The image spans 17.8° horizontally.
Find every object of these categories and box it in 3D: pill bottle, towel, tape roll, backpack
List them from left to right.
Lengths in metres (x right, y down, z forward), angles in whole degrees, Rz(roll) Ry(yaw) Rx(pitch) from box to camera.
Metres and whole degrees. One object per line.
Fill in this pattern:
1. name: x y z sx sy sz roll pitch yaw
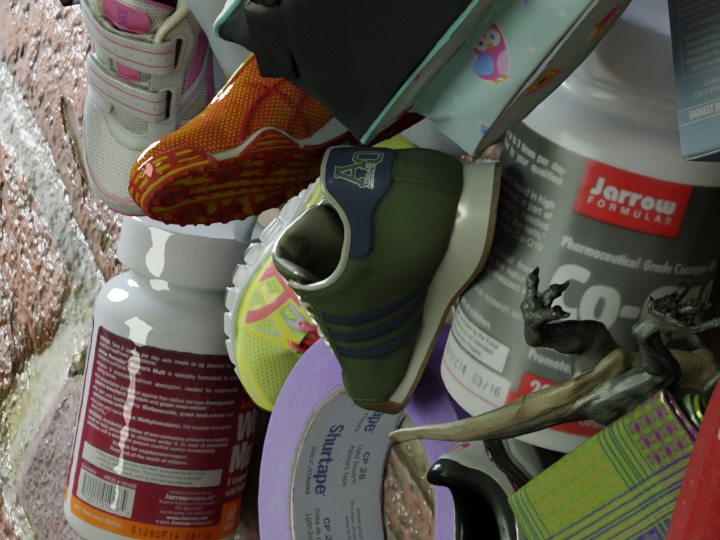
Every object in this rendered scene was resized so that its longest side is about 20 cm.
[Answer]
1. pill bottle: -0.113 0.065 1.398 0.109 0.109 0.201 28 111 52
2. tape roll: 0.024 0.129 1.239 0.200 0.065 0.201 -1 88 55
3. backpack: 0.054 -0.161 0.951 0.176 0.153 0.200 -54 8 46
4. pill bottle: 0.115 -0.025 1.073 0.114 0.114 0.201 38 119 49
5. towel: 0.157 0.158 1.018 0.200 0.023 0.144 54 139 5

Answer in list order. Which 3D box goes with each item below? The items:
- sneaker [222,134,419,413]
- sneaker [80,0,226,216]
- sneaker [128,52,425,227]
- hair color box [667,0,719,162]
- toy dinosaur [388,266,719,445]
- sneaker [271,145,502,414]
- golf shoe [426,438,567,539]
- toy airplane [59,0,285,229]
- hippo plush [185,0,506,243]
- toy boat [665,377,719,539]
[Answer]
1. sneaker: -0.012 0.005 1.286 0.090 0.078 0.200 48 126 42
2. sneaker: -0.115 -0.124 1.224 0.081 0.088 0.201 16 104 19
3. sneaker: -0.034 -0.080 1.066 0.077 0.200 0.073 52 143 11
4. hair color box: 0.185 -0.148 0.991 0.061 0.099 0.201 -16 75 55
5. toy dinosaur: 0.109 0.040 1.003 0.088 0.199 0.048 83 177 -48
6. sneaker: 0.000 0.000 1.102 0.200 0.090 0.067 116 165 -57
7. golf shoe: 0.080 0.170 1.118 0.073 0.092 0.201 -7 98 56
8. toy airplane: -0.098 -0.141 1.388 0.199 0.141 0.200 50 165 56
9. hippo plush: 0.006 -0.123 1.178 0.160 0.159 0.201 11 71 27
10. toy boat: 0.194 0.104 0.897 0.131 0.130 0.201 124 165 -78
